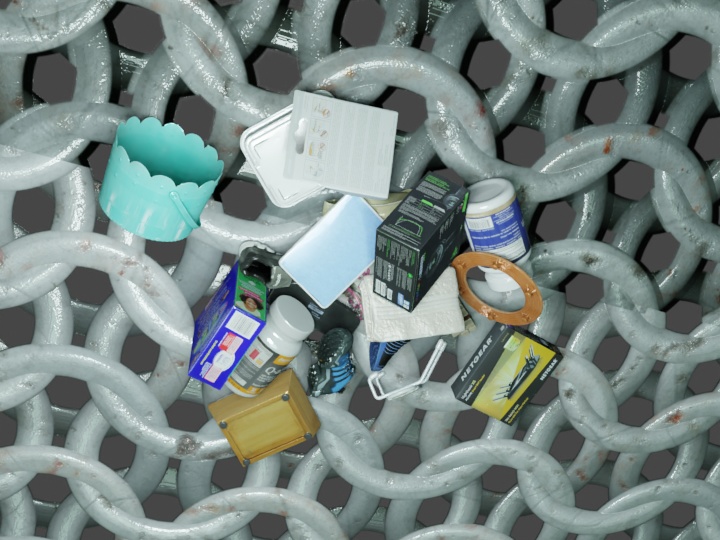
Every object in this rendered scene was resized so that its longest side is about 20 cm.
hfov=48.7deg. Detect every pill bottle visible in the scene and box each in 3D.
[{"bbox_3d":[0.267,-0.067,1.549,0.115,0.116,0.202,-21,117,3],"label":"pill bottle"},{"bbox_3d":[-0.187,0.149,1.575,0.116,0.117,0.200,35,116,-20],"label":"pill bottle"}]

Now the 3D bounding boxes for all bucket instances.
[{"bbox_3d":[-0.350,-0.157,1.390,0.205,0.208,0.136,22,120,-16],"label":"bucket"}]

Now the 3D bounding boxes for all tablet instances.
[{"bbox_3d":[-0.042,-0.039,1.489,0.200,0.014,0.130,-44,103,5],"label":"tablet"}]

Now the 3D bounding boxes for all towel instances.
[{"bbox_3d":[0.099,0.065,1.533,0.197,0.034,0.134,-7,81,-10],"label":"towel"}]

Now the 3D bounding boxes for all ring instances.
[{"bbox_3d":[0.261,0.041,1.558,0.201,0.199,0.019,51,58,-23],"label":"ring"}]

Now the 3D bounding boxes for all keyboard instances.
[{"bbox_3d":[-0.105,0.096,1.630,0.199,0.021,0.128,30,106,-17],"label":"keyboard"}]

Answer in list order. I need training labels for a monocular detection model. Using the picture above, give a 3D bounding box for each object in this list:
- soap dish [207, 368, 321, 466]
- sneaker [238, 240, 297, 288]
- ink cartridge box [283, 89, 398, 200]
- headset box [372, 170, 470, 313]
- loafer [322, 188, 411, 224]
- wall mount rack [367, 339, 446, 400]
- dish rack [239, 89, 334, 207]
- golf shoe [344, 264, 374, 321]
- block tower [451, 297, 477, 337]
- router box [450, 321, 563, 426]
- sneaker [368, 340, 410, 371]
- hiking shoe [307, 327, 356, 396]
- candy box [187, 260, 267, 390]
[{"bbox_3d":[-0.201,0.316,1.682,0.198,0.081,0.159,-24,115,3],"label":"soap dish"},{"bbox_3d":[-0.144,0.003,1.529,0.197,0.091,0.067,13,122,-4],"label":"sneaker"},{"bbox_3d":[-0.036,-0.223,1.434,0.197,0.057,0.165,8,86,-13],"label":"ink cartridge box"},{"bbox_3d":[0.114,-0.057,1.468,0.092,0.200,0.175,27,142,20],"label":"headset box"},{"bbox_3d":[0.017,-0.123,1.514,0.198,0.076,0.069,-17,110,-4],"label":"loafer"},{"bbox_3d":[0.107,0.210,1.643,0.172,0.200,0.075,-24,81,6],"label":"wall mount rack"},{"bbox_3d":[-0.107,-0.217,1.476,0.198,0.044,0.173,-27,115,6],"label":"dish rack"},{"bbox_3d":[0.000,0.000,1.577,0.091,0.073,0.201,-29,123,-11],"label":"golf shoe"},{"bbox_3d":[0.165,0.047,1.621,0.054,0.058,0.201,-32,113,7],"label":"block tower"},{"bbox_3d":[0.315,0.219,1.718,0.156,0.052,0.201,27,108,-17],"label":"router box"},{"bbox_3d":[0.070,0.138,1.622,0.077,0.071,0.201,4,137,-14],"label":"sneaker"},{"bbox_3d":[-0.046,0.185,1.639,0.086,0.075,0.201,3,140,-25],"label":"hiking shoe"},{"bbox_3d":[-0.250,0.099,1.514,0.077,0.201,0.170,30,109,-20],"label":"candy box"}]
